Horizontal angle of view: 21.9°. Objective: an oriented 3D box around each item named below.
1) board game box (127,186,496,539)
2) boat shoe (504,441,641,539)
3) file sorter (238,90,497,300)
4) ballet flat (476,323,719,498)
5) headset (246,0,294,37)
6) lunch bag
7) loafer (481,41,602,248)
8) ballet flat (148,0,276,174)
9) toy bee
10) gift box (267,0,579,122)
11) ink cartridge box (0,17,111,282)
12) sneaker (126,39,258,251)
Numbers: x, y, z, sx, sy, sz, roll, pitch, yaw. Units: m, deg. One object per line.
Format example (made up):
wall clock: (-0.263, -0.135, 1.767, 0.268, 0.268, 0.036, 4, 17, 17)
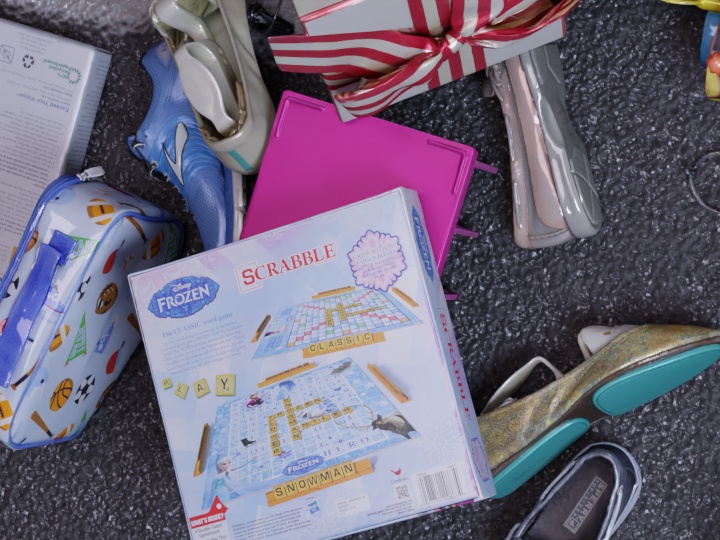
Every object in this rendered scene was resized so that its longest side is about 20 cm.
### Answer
board game box: (-0.033, 0.072, 1.190, 0.198, 0.041, 0.202, -16, 83, 17)
boat shoe: (0.122, 0.205, 1.252, 0.071, 0.068, 0.201, 36, 98, 16)
file sorter: (0.000, 0.000, 1.271, 0.138, 0.125, 0.202, 18, 93, 17)
ballet flat: (0.148, 0.077, 1.255, 0.199, 0.071, 0.071, -34, 78, 13)
headset: (0.006, -0.221, 1.297, 0.199, 0.094, 0.124, -30, 71, 14)
lunch bag: (-0.208, 0.026, 1.318, 0.075, 0.160, 0.202, 27, 96, 16)
loafer: (0.109, -0.114, 1.275, 0.062, 0.072, 0.202, -17, 85, 23)
ballet flat: (-0.108, -0.159, 1.275, 0.069, 0.069, 0.202, -28, 68, 14)
toy bee: (0.258, -0.148, 1.207, 0.129, 0.109, 0.203, -9, 84, 16)
gift box: (0.019, -0.208, 1.141, 0.183, 0.200, 0.188, -23, 72, 6)
ink cartridge box: (-0.305, -0.097, 1.417, 0.194, 0.043, 0.202, 18, 95, 16)
sneaker: (-0.116, -0.076, 1.339, 0.088, 0.079, 0.202, -15, 75, 13)
